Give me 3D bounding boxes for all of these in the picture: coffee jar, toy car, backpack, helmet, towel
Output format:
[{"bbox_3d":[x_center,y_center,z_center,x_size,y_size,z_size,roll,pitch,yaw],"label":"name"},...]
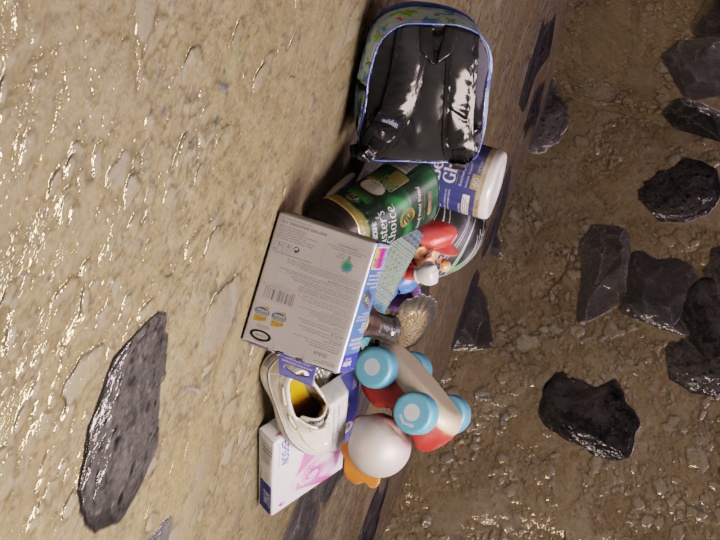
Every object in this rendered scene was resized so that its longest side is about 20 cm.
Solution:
[{"bbox_3d":[0.014,-0.076,1.611,0.200,0.085,0.105,-33,142,-32],"label":"coffee jar"},{"bbox_3d":[0.033,0.229,1.766,0.200,0.177,0.184,-46,159,11],"label":"toy car"},{"bbox_3d":[0.082,-0.259,1.599,0.147,0.182,0.201,-97,-167,-57],"label":"backpack"},{"bbox_3d":[0.110,-0.078,1.984,0.200,0.199,0.192,-11,106,-77],"label":"helmet"},{"bbox_3d":[0.001,-0.007,1.680,0.147,0.022,0.201,40,68,-33],"label":"towel"}]

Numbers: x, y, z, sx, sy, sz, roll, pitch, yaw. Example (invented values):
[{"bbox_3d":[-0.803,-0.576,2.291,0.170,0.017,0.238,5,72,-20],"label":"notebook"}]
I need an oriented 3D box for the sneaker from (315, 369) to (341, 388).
[{"bbox_3d":[-0.050,0.119,1.780,0.079,0.078,0.201,-40,158,-60],"label":"sneaker"}]

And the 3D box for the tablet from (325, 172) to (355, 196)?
[{"bbox_3d":[-0.048,-0.034,1.715,0.130,0.014,0.201,-49,153,-64],"label":"tablet"}]

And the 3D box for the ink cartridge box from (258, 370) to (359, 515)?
[{"bbox_3d":[-0.067,0.256,1.788,0.200,0.043,0.197,-30,146,-28],"label":"ink cartridge box"}]

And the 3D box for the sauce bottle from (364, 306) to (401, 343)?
[{"bbox_3d":[-0.023,0.059,1.607,0.199,0.066,0.066,17,91,-43],"label":"sauce bottle"}]

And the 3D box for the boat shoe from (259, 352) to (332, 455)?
[{"bbox_3d":[-0.074,0.194,1.633,0.071,0.070,0.201,-39,134,-23],"label":"boat shoe"}]

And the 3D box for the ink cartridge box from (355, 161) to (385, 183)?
[{"bbox_3d":[0.015,-0.111,1.799,0.200,0.039,0.100,102,11,-59],"label":"ink cartridge box"}]

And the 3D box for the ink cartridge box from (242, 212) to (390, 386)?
[{"bbox_3d":[-0.059,0.042,1.466,0.076,0.136,0.201,7,101,-73],"label":"ink cartridge box"}]

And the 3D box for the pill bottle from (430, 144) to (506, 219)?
[{"bbox_3d":[0.119,-0.159,1.847,0.111,0.199,0.112,17,90,-78],"label":"pill bottle"}]

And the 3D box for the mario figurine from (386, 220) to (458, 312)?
[{"bbox_3d":[0.087,0.010,1.841,0.106,0.124,0.200,20,119,-42],"label":"mario figurine"}]

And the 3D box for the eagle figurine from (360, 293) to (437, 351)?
[{"bbox_3d":[0.036,0.124,1.973,0.200,0.150,0.153,-12,-105,53],"label":"eagle figurine"}]

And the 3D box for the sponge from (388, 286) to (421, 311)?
[{"bbox_3d":[0.049,0.034,2.033,0.200,0.111,0.030,65,42,-74],"label":"sponge"}]
